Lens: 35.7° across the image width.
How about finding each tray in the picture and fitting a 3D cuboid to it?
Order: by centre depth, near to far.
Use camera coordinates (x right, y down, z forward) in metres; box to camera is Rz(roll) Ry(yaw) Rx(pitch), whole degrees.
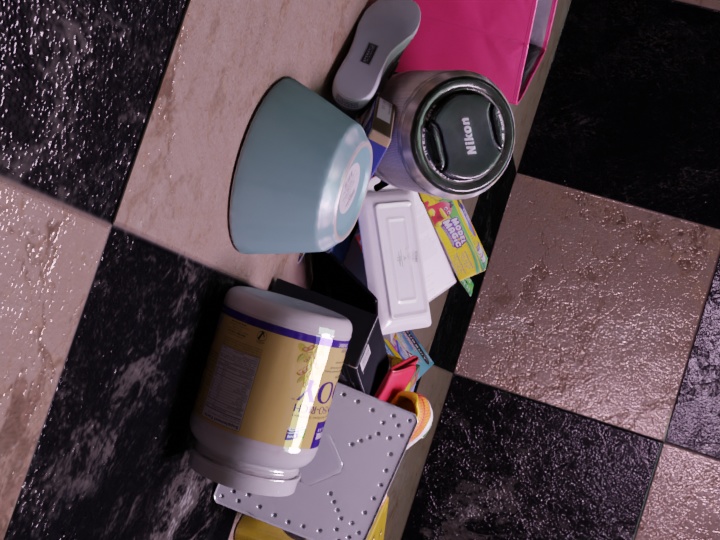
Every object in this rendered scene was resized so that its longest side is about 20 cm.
[{"bbox_3d":[0.052,-0.014,1.573,0.107,0.022,0.200,-7,88,-40],"label":"tray"}]

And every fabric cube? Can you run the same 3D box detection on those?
[{"bbox_3d":[0.166,-0.381,1.583,0.196,0.199,0.200,-60,162,-49],"label":"fabric cube"}]

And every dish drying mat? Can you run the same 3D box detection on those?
[{"bbox_3d":[0.018,0.203,1.496,0.077,0.018,0.200,-19,141,-58],"label":"dish drying mat"}]

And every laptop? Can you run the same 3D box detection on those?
[{"bbox_3d":[0.000,0.000,1.548,0.116,0.200,0.187,-35,151,-20],"label":"laptop"}]

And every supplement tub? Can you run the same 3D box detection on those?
[{"bbox_3d":[-0.102,0.130,1.221,0.145,0.145,0.200,5,102,-77],"label":"supplement tub"}]

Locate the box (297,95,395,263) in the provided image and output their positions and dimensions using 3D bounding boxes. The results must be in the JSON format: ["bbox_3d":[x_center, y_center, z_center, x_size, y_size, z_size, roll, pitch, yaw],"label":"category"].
[{"bbox_3d":[-0.016,-0.105,1.362,0.200,0.032,0.121,-59,-170,26],"label":"box"}]

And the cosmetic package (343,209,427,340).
[{"bbox_3d":[0.032,-0.005,1.715,0.090,0.107,0.200,76,35,-64],"label":"cosmetic package"}]

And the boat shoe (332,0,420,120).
[{"bbox_3d":[0.017,-0.263,1.408,0.066,0.070,0.200,111,2,-58],"label":"boat shoe"}]

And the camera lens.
[{"bbox_3d":[0.092,-0.179,1.448,0.200,0.160,0.160,21,-85,65],"label":"camera lens"}]

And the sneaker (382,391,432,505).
[{"bbox_3d":[0.017,0.241,1.457,0.200,0.073,0.077,-60,148,-5],"label":"sneaker"}]

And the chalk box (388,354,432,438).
[{"bbox_3d":[0.010,0.193,1.659,0.125,0.200,0.124,-37,143,-70],"label":"chalk box"}]

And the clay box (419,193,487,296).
[{"bbox_3d":[0.142,-0.066,1.692,0.200,0.048,0.115,64,12,-6],"label":"clay box"}]

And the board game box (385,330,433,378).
[{"bbox_3d":[0.042,0.121,1.831,0.047,0.151,0.200,-35,177,17],"label":"board game box"}]

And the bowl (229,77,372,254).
[{"bbox_3d":[-0.055,-0.100,1.220,0.201,0.105,0.201,17,90,-77],"label":"bowl"}]

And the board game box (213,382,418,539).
[{"bbox_3d":[-0.056,0.233,1.404,0.026,0.200,0.200,-103,-144,-82],"label":"board game box"}]

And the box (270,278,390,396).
[{"bbox_3d":[-0.045,0.100,1.437,0.200,0.141,0.079,77,33,-67],"label":"box"}]

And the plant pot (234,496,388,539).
[{"bbox_3d":[-0.065,0.395,1.662,0.200,0.176,0.200,-60,162,-44],"label":"plant pot"}]

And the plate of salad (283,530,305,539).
[{"bbox_3d":[-0.071,0.263,1.516,0.200,0.048,0.200,-25,-119,57],"label":"plate of salad"}]

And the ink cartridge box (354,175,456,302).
[{"bbox_3d":[0.054,-0.046,1.626,0.109,0.050,0.200,-32,103,-38],"label":"ink cartridge box"}]
